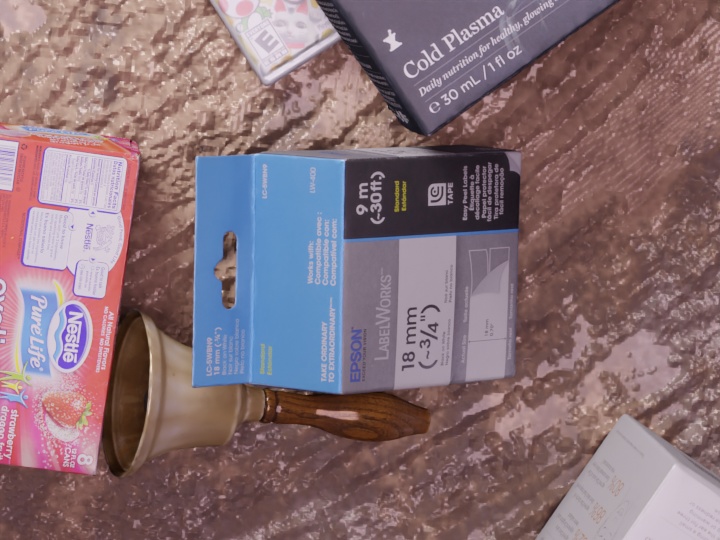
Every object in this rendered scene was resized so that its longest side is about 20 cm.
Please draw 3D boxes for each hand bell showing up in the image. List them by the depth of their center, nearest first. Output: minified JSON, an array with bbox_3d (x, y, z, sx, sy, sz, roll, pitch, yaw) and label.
[{"bbox_3d":[-0.051,0.083,1.754,0.200,0.104,0.104,5,98,-20],"label":"hand bell"}]

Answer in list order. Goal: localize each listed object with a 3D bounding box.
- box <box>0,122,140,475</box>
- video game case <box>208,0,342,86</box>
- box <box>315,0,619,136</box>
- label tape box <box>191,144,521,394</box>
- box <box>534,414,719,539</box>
[{"bbox_3d":[-0.195,0.015,1.708,0.100,0.095,0.200,7,97,-6],"label":"box"},{"bbox_3d":[-0.023,-0.242,1.729,0.200,0.023,0.182,-33,100,-1],"label":"video game case"},{"bbox_3d":[0.056,-0.217,1.672,0.200,0.124,0.197,-36,99,-1],"label":"box"},{"bbox_3d":[0.000,0.000,1.705,0.200,0.063,0.144,-4,99,-34],"label":"label tape box"},{"bbox_3d":[0.165,0.211,1.751,0.106,0.152,0.200,33,94,-11],"label":"box"}]
